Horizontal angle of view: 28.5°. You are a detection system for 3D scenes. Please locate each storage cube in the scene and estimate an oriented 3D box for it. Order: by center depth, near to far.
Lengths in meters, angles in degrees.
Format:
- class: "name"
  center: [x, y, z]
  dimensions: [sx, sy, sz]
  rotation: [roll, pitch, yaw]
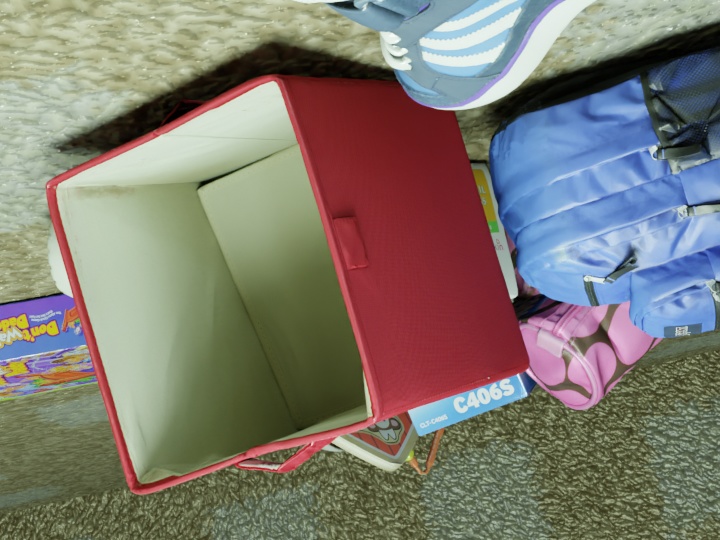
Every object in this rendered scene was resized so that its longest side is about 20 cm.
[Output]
- class: "storage cube"
  center: [-0.035, 0.003, 0.787]
  dimensions: [0.170, 0.202, 0.179]
  rotation: [-20, 173, 31]

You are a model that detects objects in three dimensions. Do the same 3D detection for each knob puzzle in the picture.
- class: "knob puzzle"
  center: [-0.011, 0.073, 1.172]
  dimensions: [0.030, 0.221, 0.219]
  rotation: [-43, 154, 29]

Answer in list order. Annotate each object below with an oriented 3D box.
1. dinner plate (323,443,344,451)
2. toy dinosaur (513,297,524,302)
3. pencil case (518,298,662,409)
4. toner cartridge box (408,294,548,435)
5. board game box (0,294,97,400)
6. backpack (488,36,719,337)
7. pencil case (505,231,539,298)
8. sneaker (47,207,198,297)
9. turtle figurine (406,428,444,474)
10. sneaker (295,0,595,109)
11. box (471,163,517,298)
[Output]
- class: "dinner plate"
  center: [-0.093, 0.087, 1.166]
  dimensions: [0.024, 0.200, 0.200]
  rotation: [-47, 165, 2]
- class: "toy dinosaur"
  center: [0.112, 0.001, 1.269]
  dimensions: [0.077, 0.103, 0.199]
  rotation: [41, 126, -20]
- class: "pencil case"
  center: [0.198, 0.005, 1.009]
  dimensions: [0.200, 0.091, 0.094]
  rotation: [-44, 162, -13]
- class: "toner cartridge box"
  center: [0.105, 0.068, 1.129]
  dimensions: [0.094, 0.044, 0.200]
  rotation: [-24, -176, 21]
- class: "board game box"
  center: [-0.271, 0.067, 1.206]
  dimensions: [0.133, 0.045, 0.200]
  rotation: [-10, 169, -14]
- class: "backpack"
  center: [0.183, -0.045, 0.871]
  dimensions: [0.198, 0.170, 0.163]
  rotation: [-13, 162, 10]
- class: "pencil case"
  center: [0.206, -0.030, 1.164]
  dimensions: [0.198, 0.087, 0.083]
  rotation: [-7, 162, -15]
- class: "sneaker"
  center: [-0.116, -0.002, 0.957]
  dimensions: [0.110, 0.078, 0.200]
  rotation: [-6, 165, 16]
- class: "turtle figurine"
  center: [-0.005, 0.084, 1.270]
  dimensions: [0.064, 0.202, 0.161]
  rotation: [-26, 150, 30]
- class: "sneaker"
  center: [0.011, -0.121, 0.542]
  dimensions: [0.145, 0.082, 0.200]
  rotation: [1, 168, -23]
- class: "box"
  center: [0.000, 0.000, 1.038]
  dimensions: [0.112, 0.102, 0.199]
  rotation: [-2, 165, -45]
